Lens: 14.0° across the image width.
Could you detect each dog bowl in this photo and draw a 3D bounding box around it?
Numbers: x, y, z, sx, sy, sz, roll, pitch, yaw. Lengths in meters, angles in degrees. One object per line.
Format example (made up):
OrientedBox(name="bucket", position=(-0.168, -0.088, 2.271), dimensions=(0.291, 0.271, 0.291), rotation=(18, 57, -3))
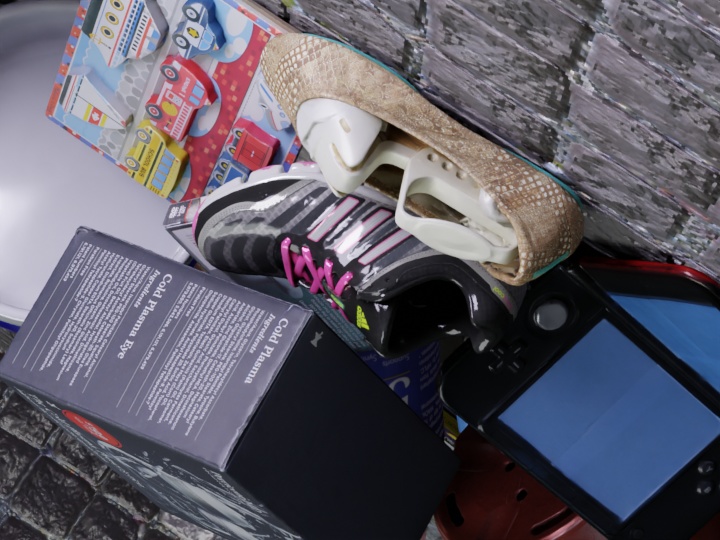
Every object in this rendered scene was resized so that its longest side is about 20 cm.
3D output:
OrientedBox(name="dog bowl", position=(-0.183, -0.060, 1.781), dimensions=(0.200, 0.201, 0.079), rotation=(33, 170, 3))

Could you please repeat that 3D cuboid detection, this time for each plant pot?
OrientedBox(name="plant pot", position=(0.155, 0.185, 1.915), dimensions=(0.200, 0.201, 0.195), rotation=(20, 155, 50))

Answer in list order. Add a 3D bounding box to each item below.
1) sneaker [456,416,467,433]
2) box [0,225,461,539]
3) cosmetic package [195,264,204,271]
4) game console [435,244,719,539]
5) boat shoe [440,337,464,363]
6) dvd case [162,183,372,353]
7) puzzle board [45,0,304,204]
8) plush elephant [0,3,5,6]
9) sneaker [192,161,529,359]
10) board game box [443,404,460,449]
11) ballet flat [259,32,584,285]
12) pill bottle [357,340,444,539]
OrientedBox(name="sneaker", position=(0.109, 0.147, 2.019), dimensions=(0.066, 0.079, 0.201), rotation=(-7, 130, 16))
OrientedBox(name="box", position=(-0.073, 0.084, 1.676), dimensions=(0.181, 0.104, 0.200), rotation=(18, 163, 37))
OrientedBox(name="cosmetic package", position=(-0.110, 0.020, 2.004), dimensions=(0.200, 0.087, 0.103), rotation=(50, 172, -9))
OrientedBox(name="game console", position=(0.171, 0.086, 1.622), dimensions=(0.200, 0.172, 0.119), rotation=(40, -166, -27))
OrientedBox(name="boat shoe", position=(-0.024, 0.007, 1.948), dimensions=(0.200, 0.070, 0.072), rotation=(32, 166, -4))
OrientedBox(name="dvd case", position=(0.006, -0.008, 1.670), dimensions=(0.199, 0.022, 0.146), rotation=(-14, 137, 33))
OrientedBox(name="puzzle board", position=(-0.101, -0.100, 1.657), dimensions=(0.150, 0.017, 0.200), rotation=(33, 145, 3))
OrientedBox(name="plush elephant", position=(-0.248, -0.087, 1.967), dimensions=(0.155, 0.165, 0.200), rotation=(48, -158, 20))
OrientedBox(name="sneaker", position=(0.000, 0.000, 1.587), dimensions=(0.199, 0.088, 0.074), rotation=(7, 145, 9))
OrientedBox(name="board game box", position=(0.035, 0.079, 2.121), dimensions=(0.200, 0.057, 0.165), rotation=(39, 170, -25))
OrientedBox(name="ballet flat", position=(0.023, -0.057, 1.535), dimensions=(0.199, 0.065, 0.071), rotation=(29, 141, 11))
OrientedBox(name="pill bottle", position=(-0.007, 0.083, 1.850), dimensions=(0.119, 0.119, 0.201), rotation=(22, 125, 45))
